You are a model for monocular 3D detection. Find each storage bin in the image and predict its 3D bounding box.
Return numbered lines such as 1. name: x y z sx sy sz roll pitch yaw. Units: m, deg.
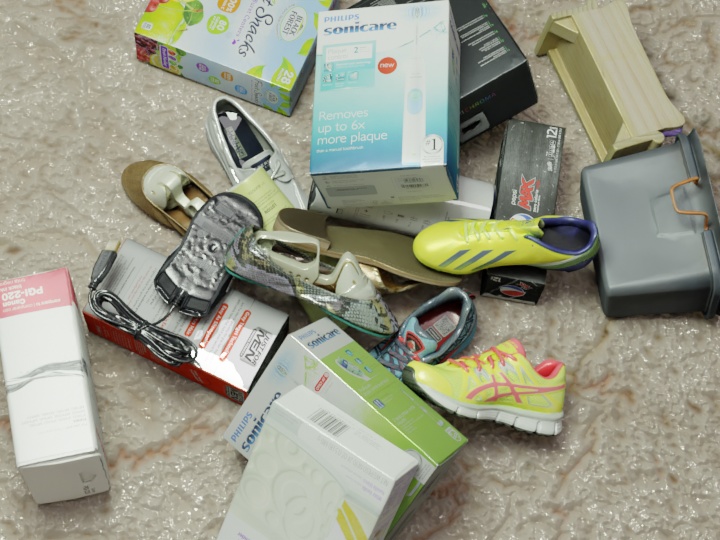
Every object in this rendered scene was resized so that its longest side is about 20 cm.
1. storage bin: 0.321 -0.044 1.564 0.133 0.146 0.201 -10 68 4

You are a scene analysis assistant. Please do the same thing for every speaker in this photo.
1. speaker: 0.045 -0.081 1.574 0.199 0.081 0.082 13 67 -5

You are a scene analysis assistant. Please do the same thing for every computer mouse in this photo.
1. computer mouse: -0.198 -0.006 1.493 0.140 0.046 0.201 27 70 -1

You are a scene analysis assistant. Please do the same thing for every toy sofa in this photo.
1. toy sofa: 0.290 -0.212 1.655 0.097 0.083 0.201 -16 69 -15

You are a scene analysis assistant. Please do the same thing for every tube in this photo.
1. tube: -0.067 -0.021 1.550 0.200 0.058 0.052 54 28 -8

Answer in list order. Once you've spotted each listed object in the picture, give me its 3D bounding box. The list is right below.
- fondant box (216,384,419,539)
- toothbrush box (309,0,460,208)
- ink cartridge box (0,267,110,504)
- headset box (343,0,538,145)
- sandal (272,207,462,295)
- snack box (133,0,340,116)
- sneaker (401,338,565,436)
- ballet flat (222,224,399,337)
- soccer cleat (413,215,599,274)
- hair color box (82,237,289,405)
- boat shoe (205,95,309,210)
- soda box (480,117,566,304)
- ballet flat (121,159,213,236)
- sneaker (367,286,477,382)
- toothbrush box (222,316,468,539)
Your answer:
1. fondant box: -0.048 0.235 1.386 0.144 0.201 0.058 31 26 17
2. toothbrush box: 0.029 -0.175 1.497 0.145 0.085 0.201 -2 65 12
3. ink cartridge box: -0.314 0.121 1.445 0.084 0.146 0.201 -12 68 -10
4. headset box: 0.084 -0.233 1.610 0.174 0.093 0.201 -30 61 1
5. sandal: 0.000 -0.003 1.532 0.211 0.070 0.078 17 30 -10
6. snack box: -0.143 -0.297 1.674 0.199 0.068 0.169 21 67 3
7. sneaker: 0.132 0.110 1.476 0.199 0.078 0.091 14 96 -30
8. ballet flat: -0.041 0.006 1.462 0.199 0.072 0.072 23 67 -9
9. soccer cleat: 0.156 -0.035 1.500 0.199 0.084 0.065 1 67 -6
10. hair color box: -0.187 0.056 1.526 0.199 0.061 0.102 25 67 8
11. boat shoe: -0.115 -0.109 1.595 0.073 0.065 0.200 -35 75 -16
12. soda box: 0.183 -0.068 1.598 0.070 0.063 0.201 10 66 1
13. ballet flat: -0.188 -0.069 1.572 0.200 0.072 0.068 41 74 13
14. sneaker: 0.046 0.086 1.508 0.079 0.096 0.200 41 71 14
15. toothbrush box: -0.016 0.170 1.436 0.200 0.086 0.146 41 115 14
